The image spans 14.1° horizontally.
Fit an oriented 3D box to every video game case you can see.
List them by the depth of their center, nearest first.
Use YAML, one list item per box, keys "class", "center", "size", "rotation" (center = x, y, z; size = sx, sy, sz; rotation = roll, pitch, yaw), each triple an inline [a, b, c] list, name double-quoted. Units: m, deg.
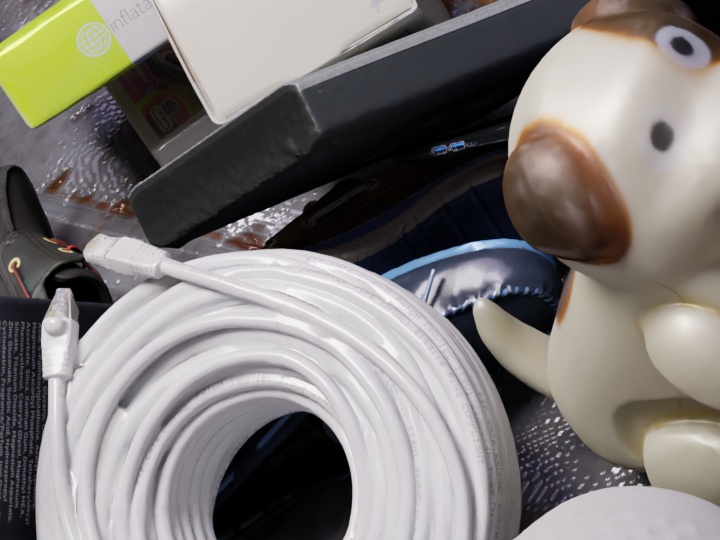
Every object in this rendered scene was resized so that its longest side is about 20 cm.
- class: "video game case"
  center: [-0.044, -0.146, 1.489]
  size: [0.200, 0.018, 0.143]
  rotation: [-36, 38, -1]

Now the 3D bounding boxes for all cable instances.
- class: "cable"
  center: [-0.035, 0.092, 1.146]
  size: [0.199, 0.069, 0.201]
  rotation: [6, 85, 24]

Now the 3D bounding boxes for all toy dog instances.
- class: "toy dog"
  center: [0.123, -0.013, 1.081]
  size: [0.193, 0.200, 0.140]
  rotation: [18, 59, 34]

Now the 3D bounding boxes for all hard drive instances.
- class: "hard drive"
  center: [0.013, -0.072, 1.254]
  size: [0.200, 0.033, 0.139]
  rotation: [-25, -3, -39]

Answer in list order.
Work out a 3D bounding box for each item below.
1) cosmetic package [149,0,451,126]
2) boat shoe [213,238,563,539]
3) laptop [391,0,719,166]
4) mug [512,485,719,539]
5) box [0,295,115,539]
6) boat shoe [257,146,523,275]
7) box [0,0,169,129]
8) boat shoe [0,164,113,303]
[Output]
- class: "cosmetic package"
  center: [-0.020, -0.112, 1.313]
  size: [0.105, 0.071, 0.200]
  rotation: [-30, -5, 5]
- class: "boat shoe"
  center: [0.006, 0.061, 1.221]
  size: [0.200, 0.084, 0.069]
  rotation: [-35, 43, 27]
- class: "laptop"
  center: [0.128, -0.122, 1.198]
  size: [0.200, 0.104, 0.177]
  rotation: [-10, 6, 42]
- class: "mug"
  center: [0.071, 0.179, 1.004]
  size: [0.200, 0.147, 0.176]
  rotation: [-42, 19, 45]
- class: "box"
  center: [-0.201, 0.060, 1.199]
  size: [0.147, 0.200, 0.105]
  rotation: [0, 87, 28]
- class: "boat shoe"
  center: [0.000, 0.000, 1.288]
  size: [0.199, 0.072, 0.072]
  rotation: [-25, 28, 9]
- class: "box"
  center: [-0.083, -0.144, 1.410]
  size: [0.200, 0.048, 0.122]
  rotation: [-33, 6, 4]
- class: "boat shoe"
  center: [-0.143, 0.021, 1.357]
  size: [0.063, 0.074, 0.202]
  rotation: [-34, 45, 13]
